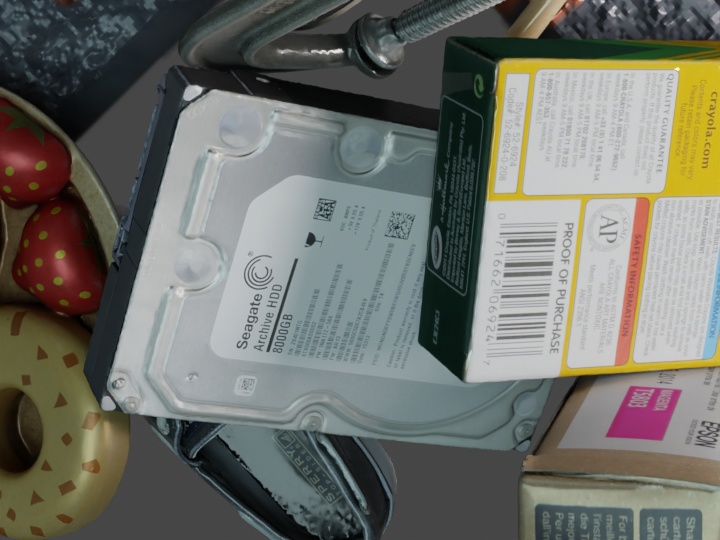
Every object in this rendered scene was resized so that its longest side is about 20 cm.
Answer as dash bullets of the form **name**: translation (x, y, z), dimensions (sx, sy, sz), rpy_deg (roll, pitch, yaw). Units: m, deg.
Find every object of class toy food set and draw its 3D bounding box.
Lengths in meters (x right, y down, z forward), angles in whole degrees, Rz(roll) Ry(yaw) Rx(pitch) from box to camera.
- **toy food set**: translation (-0.183, 0.015, 0.774), dimensions (0.197, 0.049, 0.201), rpy_deg (4, 102, 25)

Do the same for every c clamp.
- **c clamp**: translation (0.036, -0.106, 0.680), dimensions (0.200, 0.171, 0.027), rpy_deg (-18, 83, 38)

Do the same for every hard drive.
- **hard drive**: translation (0.000, 0.000, 0.730), dimensions (0.199, 0.038, 0.140), rpy_deg (9, 110, -25)

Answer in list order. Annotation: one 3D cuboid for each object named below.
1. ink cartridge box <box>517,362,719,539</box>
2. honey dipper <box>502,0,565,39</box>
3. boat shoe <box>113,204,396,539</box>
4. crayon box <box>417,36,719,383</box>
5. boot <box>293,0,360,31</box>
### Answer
- **ink cartridge box**: translation (0.114, 0.129, 0.695), dimensions (0.075, 0.200, 0.165), rpy_deg (2, 102, 16)
- **honey dipper**: translation (0.038, -0.058, 0.760), dimensions (0.038, 0.038, 0.200), rpy_deg (37, 103, -4)
- **boat shoe**: translation (-0.064, 0.054, 0.785), dimensions (0.072, 0.068, 0.200), rpy_deg (-40, 97, 16)
- **crayon box**: translation (0.127, -0.026, 0.716), dimensions (0.199, 0.052, 0.126), rpy_deg (-2, 108, -21)
- **boot**: translation (0.013, -0.163, 0.667), dimensions (0.073, 0.151, 0.200), rpy_deg (45, 108, -7)
